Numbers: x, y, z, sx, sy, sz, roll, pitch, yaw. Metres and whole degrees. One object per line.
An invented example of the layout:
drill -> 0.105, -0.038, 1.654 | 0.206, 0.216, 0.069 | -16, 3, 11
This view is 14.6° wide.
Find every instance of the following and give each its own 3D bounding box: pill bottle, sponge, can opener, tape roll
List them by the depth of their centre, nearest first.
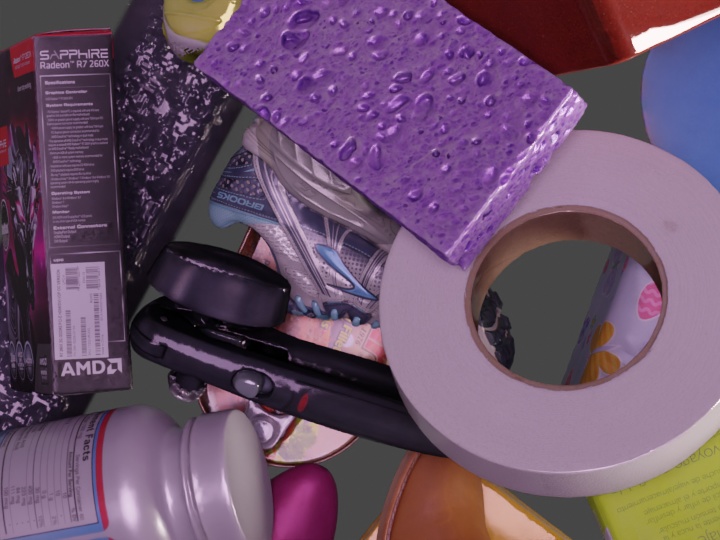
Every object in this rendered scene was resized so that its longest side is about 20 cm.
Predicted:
tape roll -> 0.110, 0.020, 1.479 | 0.202, 0.037, 0.204 | -4, 63, 7
sponge -> 0.014, -0.099, 1.510 | 0.200, 0.030, 0.112 | 38, 88, 29
can opener -> -0.032, 0.056, 1.538 | 0.199, 0.063, 0.079 | 25, 128, -7
pill bottle -> -0.155, 0.135, 1.574 | 0.199, 0.109, 0.109 | -11, 90, 14

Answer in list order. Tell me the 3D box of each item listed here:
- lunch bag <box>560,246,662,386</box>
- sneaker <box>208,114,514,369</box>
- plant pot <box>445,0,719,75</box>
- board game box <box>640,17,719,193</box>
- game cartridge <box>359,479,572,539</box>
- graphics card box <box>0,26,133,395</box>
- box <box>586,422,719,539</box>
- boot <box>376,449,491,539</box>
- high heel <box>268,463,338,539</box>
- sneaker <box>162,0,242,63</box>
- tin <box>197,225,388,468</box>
lunch bag -> 0.221, 0.066, 1.571 | 0.199, 0.127, 0.170 | 21, 94, -4
sneaker -> 0.000, 0.000, 1.577 | 0.200, 0.078, 0.086 | 43, 103, 8
plant pot -> 0.122, -0.208, 1.518 | 0.199, 0.200, 0.177 | -26, 101, -27
board game box -> 0.246, -0.068, 1.570 | 0.199, 0.039, 0.158 | 30, 52, 4
game cartridge -> 0.071, 0.227, 1.625 | 0.200, 0.032, 0.177 | 38, 91, -1
graphics card box -> -0.168, -0.031, 1.581 | 0.051, 0.125, 0.201 | -4, 91, -18
box -> 0.197, 0.153, 1.451 | 0.121, 0.048, 0.201 | -21, 67, -1
boot -> 0.084, 0.180, 1.521 | 0.155, 0.077, 0.201 | -9, 65, 41
high heel -> -0.071, 0.202, 1.583 | 0.067, 0.096, 0.201 | 27, 99, -1
sneaker -> -0.016, -0.177, 1.603 | 0.199, 0.076, 0.106 | -4, 86, 0
tin -> -0.021, 0.017, 1.622 | 0.112, 0.042, 0.201 | 25, 90, 6
